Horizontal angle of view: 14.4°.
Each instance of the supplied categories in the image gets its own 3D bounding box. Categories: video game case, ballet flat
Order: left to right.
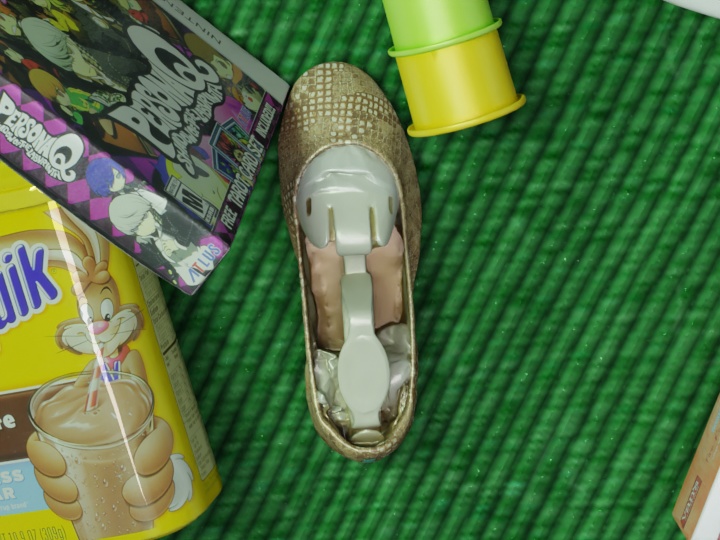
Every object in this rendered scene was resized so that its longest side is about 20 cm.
[{"bbox_3d":[-0.123,-0.092,1.286,0.181,0.200,0.036,37,113,-10],"label":"video game case"},{"bbox_3d":[0.000,0.000,1.382,0.070,0.065,0.200,-9,103,-2],"label":"ballet flat"}]

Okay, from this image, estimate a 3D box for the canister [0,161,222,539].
[{"bbox_3d":[-0.159,0.032,1.358,0.148,0.087,0.200,-11,106,20],"label":"canister"}]

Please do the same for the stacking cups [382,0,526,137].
[{"bbox_3d":[0.021,-0.165,1.350,0.060,0.061,0.200,-18,101,1],"label":"stacking cups"}]

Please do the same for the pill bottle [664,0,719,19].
[{"bbox_3d":[0.207,-0.213,1.322,0.111,0.111,0.200,14,101,-6],"label":"pill bottle"}]

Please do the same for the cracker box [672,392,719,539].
[{"bbox_3d":[0.274,0.101,1.424,0.200,0.058,0.134,19,101,-7],"label":"cracker box"}]
